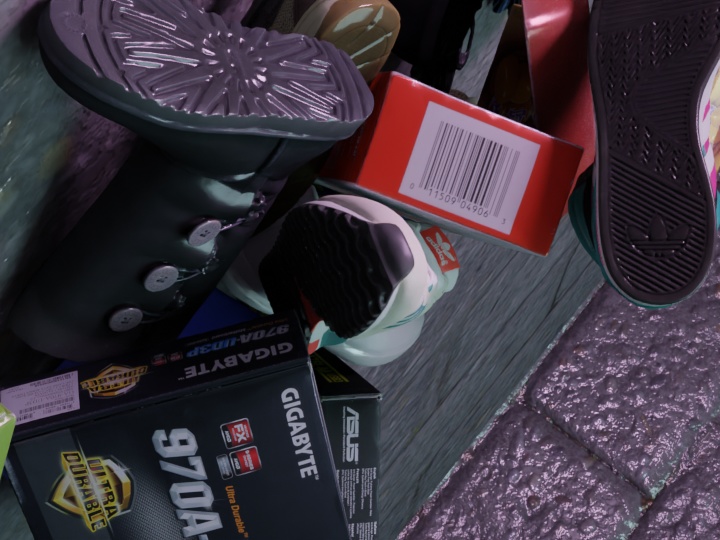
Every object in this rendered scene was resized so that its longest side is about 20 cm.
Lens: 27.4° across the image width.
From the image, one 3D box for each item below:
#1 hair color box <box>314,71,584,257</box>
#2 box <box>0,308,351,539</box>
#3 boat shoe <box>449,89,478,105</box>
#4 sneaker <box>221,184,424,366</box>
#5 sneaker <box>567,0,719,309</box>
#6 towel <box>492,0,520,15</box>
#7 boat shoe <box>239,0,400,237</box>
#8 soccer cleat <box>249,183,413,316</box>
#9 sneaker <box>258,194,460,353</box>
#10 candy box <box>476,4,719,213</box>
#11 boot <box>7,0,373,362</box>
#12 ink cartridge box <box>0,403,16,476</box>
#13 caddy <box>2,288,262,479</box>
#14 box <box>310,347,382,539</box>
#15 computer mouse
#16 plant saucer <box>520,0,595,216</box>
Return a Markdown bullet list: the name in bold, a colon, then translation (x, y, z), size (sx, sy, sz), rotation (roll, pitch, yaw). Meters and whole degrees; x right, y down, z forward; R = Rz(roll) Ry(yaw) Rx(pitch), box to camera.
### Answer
- **hair color box**: translation (0.032, -0.061, 0.821), size (0.200, 0.110, 0.064), rotation (-161, -89, -75)
- **box**: translation (-0.089, 0.126, 0.783), size (0.158, 0.046, 0.201), rotation (-14, 127, -5)
- **boat shoe**: translation (0.053, -0.104, 1.070), size (0.065, 0.072, 0.200), rotation (-62, 170, 8)
- **sneaker**: translation (0.000, 0.000, 0.897), size (0.088, 0.076, 0.200), rotation (-32, 151, 21)
- **sneaker**: translation (0.154, -0.076, 0.776), size (0.121, 0.083, 0.201), rotation (61, 34, -81)
- **towel**: translation (0.145, -0.255, 1.046), size (0.112, 0.048, 0.200), rotation (-50, 165, -15)
- **boat shoe**: translation (-0.051, -0.085, 0.759), size (0.071, 0.066, 0.201), rotation (-6, 148, -39)
- **soccer cleat**: translation (-0.021, -0.022, 1.026), size (0.200, 0.084, 0.065), rotation (-38, 177, 43)
- **sneaker**: translation (0.011, -0.006, 0.754), size (0.093, 0.071, 0.200), rotation (-22, 175, -18)
- **candy box**: translation (0.148, -0.094, 0.940), size (0.056, 0.200, 0.117), rotation (15, 100, -29)
- **boot**: translation (-0.112, -0.034, 0.683), size (0.164, 0.066, 0.200), rotation (11, 141, -38)
- **ink cartridge box**: translation (-0.248, 0.131, 0.612), size (0.200, 0.076, 0.148), rotation (-38, 160, -45)
- **caddy**: translation (-0.121, 0.096, 0.886), size (0.200, 0.105, 0.142), rotation (-49, 165, -18)
- **box**: translation (-0.031, 0.158, 0.990), size (0.193, 0.047, 0.201), rotation (-156, -114, -71)
- **computer mouse**: translation (0.043, -0.169, 0.909), size (0.200, 0.052, 0.139), rotation (-33, 147, -77)
- **plant saucer**: translation (0.109, -0.159, 0.849), size (0.200, 0.036, 0.201), rotation (71, 14, -60)
